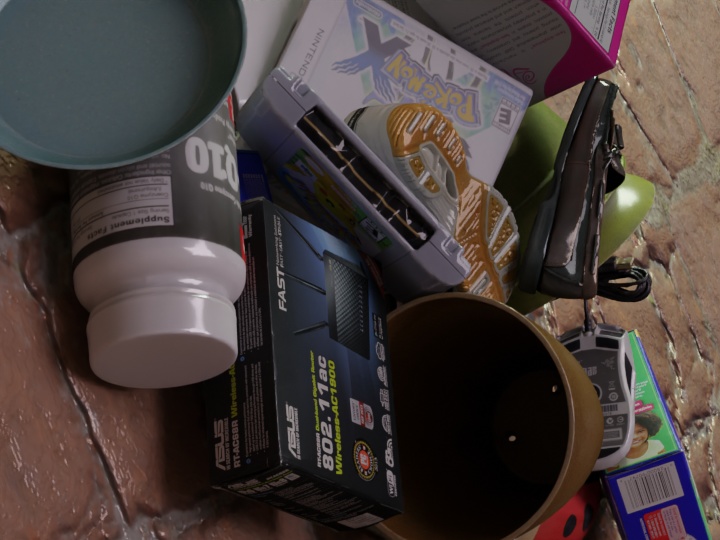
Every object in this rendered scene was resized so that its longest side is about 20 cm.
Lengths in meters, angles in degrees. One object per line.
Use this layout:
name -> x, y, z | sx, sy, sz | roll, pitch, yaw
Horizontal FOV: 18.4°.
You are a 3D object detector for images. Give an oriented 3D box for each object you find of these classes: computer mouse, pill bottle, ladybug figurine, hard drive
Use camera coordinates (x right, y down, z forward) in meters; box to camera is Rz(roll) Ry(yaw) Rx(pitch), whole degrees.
computer mouse -> 0.195, 0.083, 1.882 | 0.044, 0.110, 0.200 | 58, 30, -58
pill bottle -> -0.134, -0.031, 1.466 | 0.114, 0.114, 0.200 | 28, 49, -52
ladybug figurine -> 0.147, 0.184, 1.870 | 0.200, 0.072, 0.136 | -1, 73, -61
hard drive -> -0.021, -0.192, 1.742 | 0.200, 0.027, 0.132 | -10, 78, -24

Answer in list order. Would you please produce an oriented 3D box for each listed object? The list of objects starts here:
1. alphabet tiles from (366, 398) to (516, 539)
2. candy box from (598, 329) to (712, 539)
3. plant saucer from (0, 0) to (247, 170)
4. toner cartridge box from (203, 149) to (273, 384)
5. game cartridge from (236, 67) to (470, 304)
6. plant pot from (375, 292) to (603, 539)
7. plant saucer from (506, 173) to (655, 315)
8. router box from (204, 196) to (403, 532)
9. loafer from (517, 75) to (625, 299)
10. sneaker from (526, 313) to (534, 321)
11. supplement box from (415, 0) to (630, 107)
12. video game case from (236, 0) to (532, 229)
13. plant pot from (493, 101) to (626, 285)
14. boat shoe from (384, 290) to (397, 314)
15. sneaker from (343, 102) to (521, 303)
alphabet tiles -> 0.063, 0.143, 1.731 | 0.200, 0.006, 0.167 | 33, 64, -32
candy box -> 0.249, 0.178, 1.954 | 0.200, 0.077, 0.169 | -104, 174, -60
plant saucer -> -0.172, -0.143, 1.434 | 0.036, 0.200, 0.200 | 94, -7, -62
toner cartridge box -> -0.088, 0.013, 1.596 | 0.095, 0.043, 0.200 | 0, 72, -62
game cartridge -> -0.009, -0.056, 1.611 | 0.200, 0.040, 0.133 | 46, -11, -2
plant pot -> 0.107, 0.116, 1.656 | 0.200, 0.186, 0.187 | 9, 64, -63
plant saucer -> 0.161, -0.025, 1.900 | 0.031, 0.200, 0.200 | 51, 32, -14
router box -> -0.042, 0.066, 1.531 | 0.150, 0.062, 0.200 | 27, 51, -51
loafer -> 0.178, -0.061, 1.738 | 0.072, 0.063, 0.200 | 92, 16, -62
sneaker -> 0.122, 0.085, 1.886 | 0.082, 0.075, 0.200 | 60, 29, -15
supplement box -> 0.112, -0.237, 1.747 | 0.200, 0.101, 0.103 | 45, 42, -27
video game case -> 0.017, -0.107, 1.712 | 0.200, 0.022, 0.182 | 29, 75, -18
plant pot -> 0.085, -0.100, 1.854 | 0.190, 0.200, 0.200 | 48, 33, -14
boat shoe -> -0.002, 0.000, 1.738 | 0.072, 0.060, 0.202 | 15, 59, -57
sneaker -> 0.052, -0.050, 1.675 | 0.076, 0.088, 0.200 | -48, 127, -30
